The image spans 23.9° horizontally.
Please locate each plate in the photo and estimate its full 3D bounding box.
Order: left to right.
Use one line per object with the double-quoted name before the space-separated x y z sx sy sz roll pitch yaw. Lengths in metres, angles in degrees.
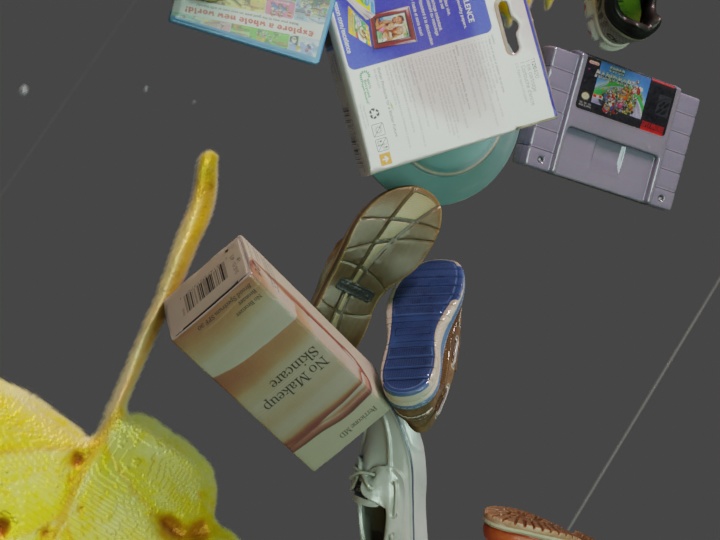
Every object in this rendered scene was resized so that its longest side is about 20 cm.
"plate" 0.082 -0.162 1.677 0.199 0.026 0.201 -5 100 -27

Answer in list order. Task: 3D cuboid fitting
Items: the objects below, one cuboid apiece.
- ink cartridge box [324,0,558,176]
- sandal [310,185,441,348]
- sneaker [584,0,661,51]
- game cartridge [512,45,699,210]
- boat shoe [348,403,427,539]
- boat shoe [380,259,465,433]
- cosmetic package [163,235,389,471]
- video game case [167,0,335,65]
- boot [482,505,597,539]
"ink cartridge box" 0.068 -0.211 1.623 0.199 0.047 0.198 -17 95 -19
"sandal" 0.000 0.000 1.647 0.080 0.054 0.200 30 98 -23
"sneaker" 0.264 -0.320 1.715 0.074 0.087 0.201 -16 105 -25
"game cartridge" 0.259 -0.148 1.772 0.199 0.038 0.130 14 95 -30
"boat shoe" 0.023 0.212 1.676 0.065 0.073 0.201 -15 104 -30
"boat shoe" 0.061 0.072 1.646 0.200 0.072 0.073 -69 152 -45
"cosmetic package" -0.077 0.078 1.576 0.103 0.087 0.200 -41 117 9
"video game case" -0.080 -0.303 1.548 0.143 0.018 0.201 15 90 -13
"boot" 0.194 0.317 1.789 0.200 0.075 0.108 28 89 -30
